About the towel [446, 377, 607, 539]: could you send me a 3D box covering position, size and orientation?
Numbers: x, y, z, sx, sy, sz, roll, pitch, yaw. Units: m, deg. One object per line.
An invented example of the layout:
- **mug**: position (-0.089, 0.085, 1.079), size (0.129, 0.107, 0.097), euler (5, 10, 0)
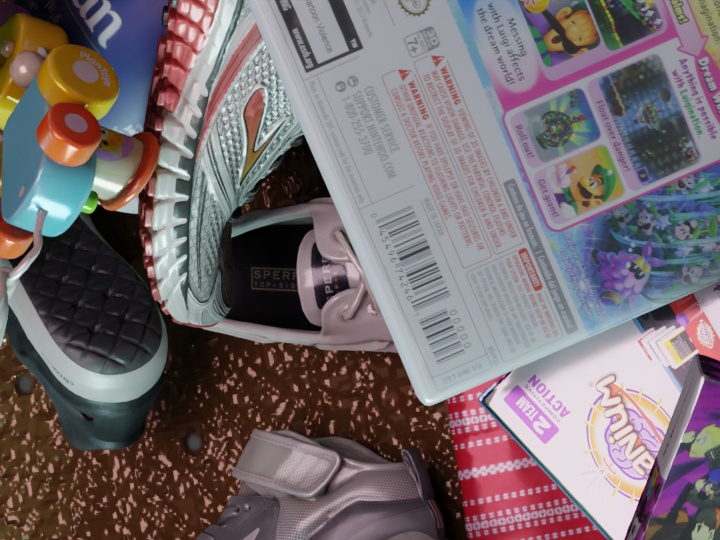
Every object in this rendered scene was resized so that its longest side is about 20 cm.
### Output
- **towel**: position (0.099, 0.059, 1.220), size (0.144, 0.022, 0.200), euler (-12, 85, 28)

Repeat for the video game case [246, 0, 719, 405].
- **video game case**: position (0.067, -0.075, 1.100), size (0.182, 0.024, 0.200), euler (-23, 100, 1)

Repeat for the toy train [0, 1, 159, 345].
- **toy train**: position (-0.136, -0.025, 1.180), size (0.200, 0.056, 0.151), euler (25, 97, 66)

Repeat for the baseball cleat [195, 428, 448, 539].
- **baseball cleat**: position (-0.054, 0.128, 1.285), size (0.200, 0.070, 0.107), euler (-19, 76, 17)

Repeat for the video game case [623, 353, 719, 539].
- **video game case**: position (0.187, 0.147, 1.115), size (0.200, 0.036, 0.182), euler (20, 104, -2)

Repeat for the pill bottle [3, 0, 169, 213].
- **pill bottle**: position (-0.057, -0.125, 1.251), size (0.200, 0.111, 0.111), euler (-41, 72, 22)

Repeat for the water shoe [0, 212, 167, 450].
- **water shoe**: position (-0.149, -0.005, 1.321), size (0.200, 0.071, 0.079), euler (59, 153, 35)

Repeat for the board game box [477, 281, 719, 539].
- **board game box**: position (0.167, 0.035, 1.153), size (0.200, 0.040, 0.153), euler (-46, 76, 13)

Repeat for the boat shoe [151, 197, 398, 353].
- **boat shoe**: position (0.000, 0.000, 1.229), size (0.200, 0.066, 0.072), euler (3, 95, 39)

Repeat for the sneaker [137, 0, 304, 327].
- **sneaker**: position (-0.042, -0.064, 1.177), size (0.082, 0.078, 0.200), euler (9, 119, -8)
